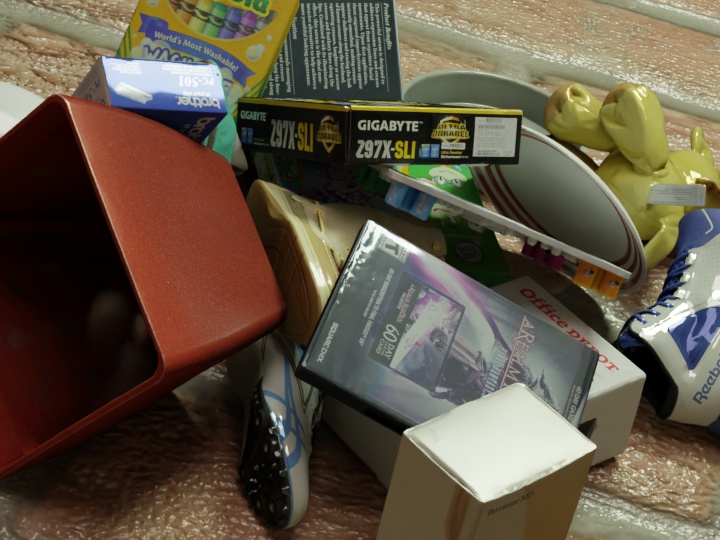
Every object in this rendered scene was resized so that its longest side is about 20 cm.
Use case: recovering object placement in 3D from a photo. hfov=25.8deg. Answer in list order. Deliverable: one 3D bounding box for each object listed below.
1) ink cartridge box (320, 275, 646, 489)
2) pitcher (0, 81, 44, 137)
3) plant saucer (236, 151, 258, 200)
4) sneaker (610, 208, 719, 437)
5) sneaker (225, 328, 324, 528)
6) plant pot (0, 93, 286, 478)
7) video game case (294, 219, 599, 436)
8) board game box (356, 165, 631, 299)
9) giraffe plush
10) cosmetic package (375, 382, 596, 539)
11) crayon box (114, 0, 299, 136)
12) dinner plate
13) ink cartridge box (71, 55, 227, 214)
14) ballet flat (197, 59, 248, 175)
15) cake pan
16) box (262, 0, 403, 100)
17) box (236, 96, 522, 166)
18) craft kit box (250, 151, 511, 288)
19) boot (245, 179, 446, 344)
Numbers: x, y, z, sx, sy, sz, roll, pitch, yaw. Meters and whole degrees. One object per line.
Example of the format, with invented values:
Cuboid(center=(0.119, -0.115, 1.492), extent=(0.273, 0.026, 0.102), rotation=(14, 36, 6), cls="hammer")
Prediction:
Cuboid(center=(0.094, 0.096, 1.193), extent=(0.199, 0.084, 0.144), rotation=(-16, 42, -35), cls="ink cartridge box")
Cuboid(center=(-0.277, -0.065, 1.298), extent=(0.199, 0.121, 0.172), rotation=(22, 46, -5), cls="pitcher")
Cuboid(center=(-0.075, -0.054, 1.410), extent=(0.199, 0.030, 0.200), rotation=(8, 33, -5), cls="plant saucer")
Cuboid(center=(0.259, 0.038, 1.276), extent=(0.115, 0.081, 0.200), rotation=(7, 64, -11), cls="sneaker")
Cuboid(center=(-0.055, 0.106, 1.150), extent=(0.072, 0.072, 0.200), rotation=(10, 37, -19), cls="sneaker")
Cuboid(center=(-0.171, 0.009, 1.110), extent=(0.176, 0.199, 0.201), rotation=(-7, 71, -52), cls="plant pot")
Cuboid(center=(0.066, 0.065, 1.103), extent=(0.199, 0.019, 0.143), rotation=(29, 51, -6), cls="video game case")
Cuboid(center=(0.098, -0.037, 1.266), extent=(0.199, 0.026, 0.200), rotation=(22, 4, -10), cls="board game box")
Cuboid(center=(0.270, -0.079, 1.462), extent=(0.200, 0.173, 0.162), rotation=(26, 14, 38), cls="giraffe plush")
Cuboid(center=(0.064, 0.178, 0.961), extent=(0.105, 0.201, 0.071), rotation=(-19, 45, -37), cls="cosmetic package")
Cuboid(center=(-0.135, -0.196, 1.357), extent=(0.125, 0.201, 0.052), rotation=(23, -2, -2), cls="crayon box")
Cuboid(center=(0.171, -0.059, 1.352), extent=(0.200, 0.200, 0.024), rotation=(34, 69, 29), cls="dinner plate")
Cuboid(center=(-0.186, -0.088, 1.169), extent=(0.094, 0.200, 0.044), rotation=(-1, 65, -34), cls="ink cartridge box")
Cuboid(center=(-0.130, -0.070, 1.302), extent=(0.067, 0.201, 0.070), rotation=(3, -8, 45), cls="ballet flat")
Cuboid(center=(0.130, -0.139, 1.587), extent=(0.199, 0.037, 0.201), rotation=(8, 35, -6), cls="cake pan")
Cuboid(center=(-0.080, -0.196, 1.487), extent=(0.199, 0.108, 0.148), rotation=(-4, 0, -24), cls="box")
Cuboid(center=(0.010, -0.114, 1.280), extent=(0.159, 0.050, 0.200), rotation=(-4, 9, -28), cls="box")
Cuboid(center=(0.012, -0.061, 1.381), extent=(0.199, 0.049, 0.198), rotation=(3, 49, -25), cls="craft kit box")
Cuboid(center=(0.000, 0.000, 1.206), extent=(0.155, 0.073, 0.200), rotation=(10, 22, -22), cls="boot")
